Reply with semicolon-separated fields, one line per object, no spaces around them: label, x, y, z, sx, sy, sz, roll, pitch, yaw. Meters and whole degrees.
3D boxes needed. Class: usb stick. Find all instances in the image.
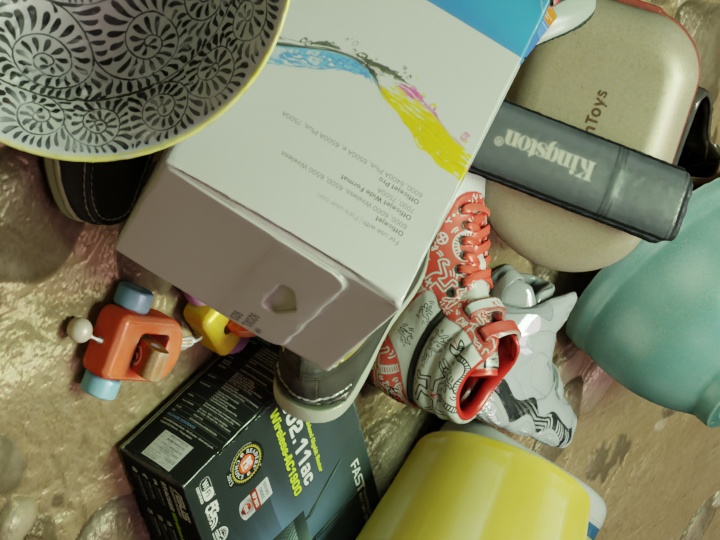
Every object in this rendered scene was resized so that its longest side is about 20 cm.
usb stick;0.130;-0.074;1.330;0.033;0.198;0.056;-119;-130;-80

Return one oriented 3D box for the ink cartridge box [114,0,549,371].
ink cartridge box;-0.017;-0.077;1.067;0.201;0.144;0.147;-63;-173;-23

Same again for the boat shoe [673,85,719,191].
boat shoe;0.252;-0.076;1.573;0.075;0.073;0.201;-45;142;-24

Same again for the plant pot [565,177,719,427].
plant pot;0.283;0.039;1.575;0.199;0.135;0.201;-33;159;-14

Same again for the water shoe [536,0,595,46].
water shoe;0.067;-0.169;1.285;0.199;0.071;0.080;-28;102;-34

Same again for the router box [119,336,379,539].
router box;-0.066;0.143;1.302;0.150;0.062;0.201;-45;142;-28

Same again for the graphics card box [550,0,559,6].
graphics card box;0.118;-0.252;1.212;0.200;0.050;0.127;-50;133;-54

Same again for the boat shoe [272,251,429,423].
boat shoe;0.000;0.000;1.243;0.061;0.071;0.202;94;14;-54

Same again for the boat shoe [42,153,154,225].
boat shoe;-0.120;-0.111;1.053;0.071;0.066;0.203;-16;125;-51

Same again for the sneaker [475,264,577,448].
sneaker;0.131;0.066;1.504;0.200;0.075;0.116;23;90;-60

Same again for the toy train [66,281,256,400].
toy train;-0.087;-0.006;1.181;0.150;0.055;0.202;17;98;-56

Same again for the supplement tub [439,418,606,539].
supplement tub;0.081;0.227;1.485;0.201;0.144;0.145;-59;146;-5

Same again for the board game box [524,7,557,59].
board game box;0.043;-0.196;1.195;0.103;0.019;0.201;-51;124;-23

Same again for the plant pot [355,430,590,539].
plant pot;0.066;0.220;1.325;0.201;0.199;0.190;52;53;-54

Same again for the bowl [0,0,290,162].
bowl;-0.132;-0.162;0.951;0.198;0.094;0.203;-2;108;-5

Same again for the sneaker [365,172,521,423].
sneaker;0.074;0.004;1.357;0.067;0.107;0.203;8;106;-55

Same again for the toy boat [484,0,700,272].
toy boat;0.163;-0.101;1.419;0.131;0.129;0.202;-47;156;-78
